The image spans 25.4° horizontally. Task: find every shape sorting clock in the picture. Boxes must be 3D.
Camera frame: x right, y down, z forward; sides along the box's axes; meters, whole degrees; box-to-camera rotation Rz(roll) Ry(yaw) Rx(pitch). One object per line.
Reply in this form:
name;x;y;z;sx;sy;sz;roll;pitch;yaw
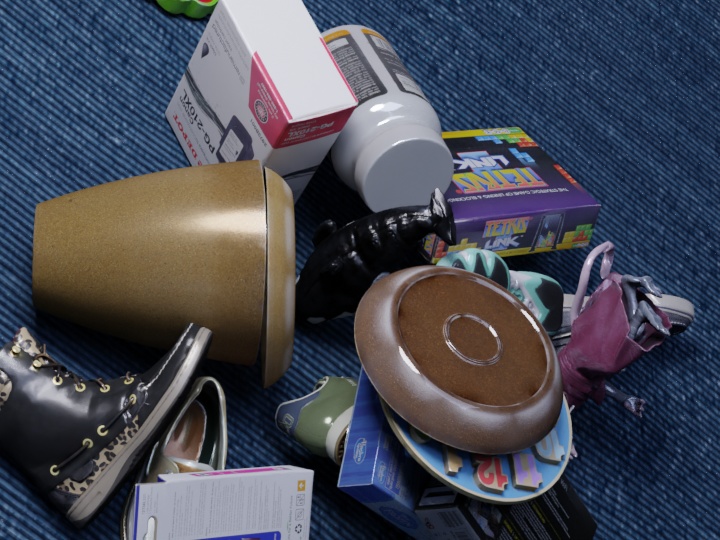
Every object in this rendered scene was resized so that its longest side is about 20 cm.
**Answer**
shape sorting clock;0.102;0.111;1.394;0.199;0.039;0.201;17;53;-24

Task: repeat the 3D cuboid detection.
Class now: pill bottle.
pill bottle;0.012;-0.146;1.572;0.116;0.117;0.200;2;37;-26

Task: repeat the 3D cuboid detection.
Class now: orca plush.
orca plush;0.000;0.000;1.488;0.071;0.199;0.106;-28;100;-58

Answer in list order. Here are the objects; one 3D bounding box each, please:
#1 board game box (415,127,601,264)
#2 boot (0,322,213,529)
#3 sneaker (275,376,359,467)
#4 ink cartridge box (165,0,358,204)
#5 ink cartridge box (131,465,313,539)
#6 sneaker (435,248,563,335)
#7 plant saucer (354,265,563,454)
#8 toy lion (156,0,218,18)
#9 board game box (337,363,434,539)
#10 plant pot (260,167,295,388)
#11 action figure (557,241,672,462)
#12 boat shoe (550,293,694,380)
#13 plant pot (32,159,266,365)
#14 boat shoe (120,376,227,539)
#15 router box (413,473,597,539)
board game box;0.121;-0.082;1.657;0.199;0.057;0.165;-7;37;-30
boot;-0.233;0.099;1.358;0.150;0.073;0.200;35;90;2
sneaker;-0.002;0.121;1.502;0.090;0.067;0.200;18;23;27
ink cartridge box;-0.100;-0.155;1.540;0.084;0.200;0.145;-18;71;-31
ink cartridge box;-0.122;0.218;1.342;0.200;0.037;0.095;3;92;-48
sneaker;0.095;0.028;1.570;0.200;0.139;0.078;22;72;-50
plant saucer;0.092;0.067;1.377;0.199;0.032;0.201;16;43;-16
toy lion;-0.191;-0.371;1.719;0.192;0.069;0.200;39;51;-9
board game box;0.069;0.145;1.467;0.199;0.043;0.201;40;51;-42
plant pot;-0.076;0.007;1.453;0.027;0.200;0.201;1;59;-6
action figure;0.210;0.092;1.553;0.149;0.200;0.134;50;27;15
boat shoe;0.264;0.078;1.671;0.199;0.075;0.093;0;68;-18
plant pot;-0.192;-0.010;1.436;0.199;0.187;0.187;2;59;-8
boat shoe;-0.158;0.183;1.384;0.074;0.068;0.201;17;56;-20
router box;0.137;0.227;1.457;0.200;0.051;0.149;56;42;-28
